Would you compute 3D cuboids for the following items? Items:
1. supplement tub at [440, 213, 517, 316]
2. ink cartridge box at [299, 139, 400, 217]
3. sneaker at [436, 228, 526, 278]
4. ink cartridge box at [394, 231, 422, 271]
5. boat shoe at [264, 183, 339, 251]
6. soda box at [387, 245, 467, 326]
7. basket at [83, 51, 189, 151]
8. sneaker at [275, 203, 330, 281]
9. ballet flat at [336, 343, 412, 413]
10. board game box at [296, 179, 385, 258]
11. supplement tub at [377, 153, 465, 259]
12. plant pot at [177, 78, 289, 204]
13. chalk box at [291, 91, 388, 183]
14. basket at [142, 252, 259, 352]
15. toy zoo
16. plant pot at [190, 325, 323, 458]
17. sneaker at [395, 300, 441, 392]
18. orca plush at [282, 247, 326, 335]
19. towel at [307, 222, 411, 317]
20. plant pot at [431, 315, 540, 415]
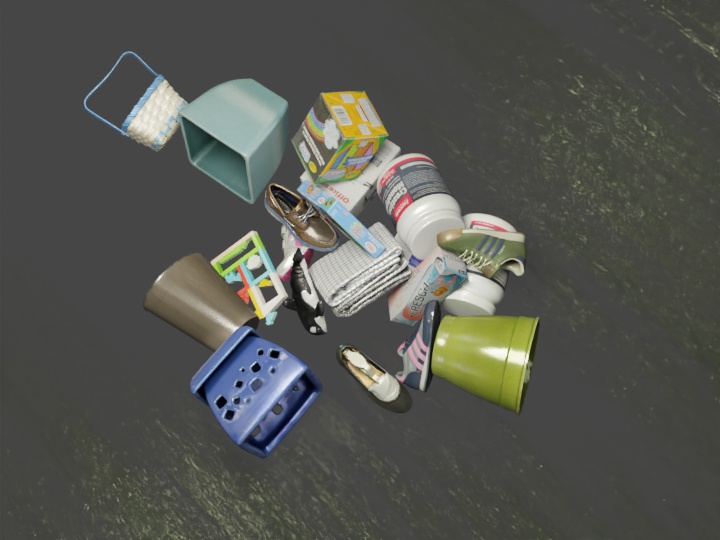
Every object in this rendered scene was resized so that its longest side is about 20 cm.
[{"bbox_3d":[0.251,-0.007,1.578,0.139,0.140,0.201,17,73,7],"label":"supplement tub"},{"bbox_3d":[-0.022,-0.229,1.687,0.146,0.084,0.200,36,76,13],"label":"ink cartridge box"},{"bbox_3d":[0.250,-0.031,1.469,0.198,0.067,0.091,2,73,-22],"label":"sneaker"},{"bbox_3d":[0.127,-0.062,1.653,0.099,0.039,0.201,28,73,11],"label":"ink cartridge box"},{"bbox_3d":[-0.131,-0.115,1.582,0.199,0.073,0.072,34,68,12],"label":"boat shoe"},{"bbox_3d":[0.136,0.036,1.533,0.063,0.200,0.069,16,48,-27],"label":"soda box"},{"bbox_3d":[-0.515,-0.385,1.712,0.200,0.139,0.177,40,74,-18],"label":"basket"},{"bbox_3d":[-0.142,-0.068,1.645,0.088,0.082,0.201,24,66,10],"label":"sneaker"},{"bbox_3d":[0.025,0.227,1.543,0.199,0.068,0.068,37,76,12],"label":"ballet flat"},{"bbox_3d":[-0.043,-0.110,1.530,0.037,0.200,0.151,-47,119,0],"label":"board game box"},{"bbox_3d":[0.128,-0.136,1.555,0.139,0.141,0.201,-20,52,-5],"label":"supplement tub"},{"bbox_3d":[-0.266,-0.317,1.675,0.195,0.197,0.200,33,66,12],"label":"plant pot"},{"bbox_3d":[-0.055,-0.271,1.577,0.123,0.200,0.126,-13,68,-37],"label":"chalk box"},{"bbox_3d":[-0.323,0.081,1.556,0.199,0.136,0.180,37,47,13],"label":"basket"},{"bbox_3d":[-0.239,0.032,1.610,0.131,0.020,0.201,-33,72,19],"label":"toy zoo"},{"bbox_3d":[-0.215,0.238,1.484,0.179,0.200,0.200,36,77,19],"label":"plant pot"},{"bbox_3d":[0.117,0.153,1.527,0.081,0.070,0.202,13,105,21],"label":"sneaker"},{"bbox_3d":[-0.129,0.058,1.553,0.071,0.201,0.105,-23,39,-18],"label":"orca plush"},{"bbox_3d":[0.000,0.000,1.565,0.199,0.166,0.086,-34,119,-2],"label":"towel"},{"bbox_3d":[0.252,0.173,1.504,0.191,0.201,0.202,12,72,17],"label":"plant pot"}]
